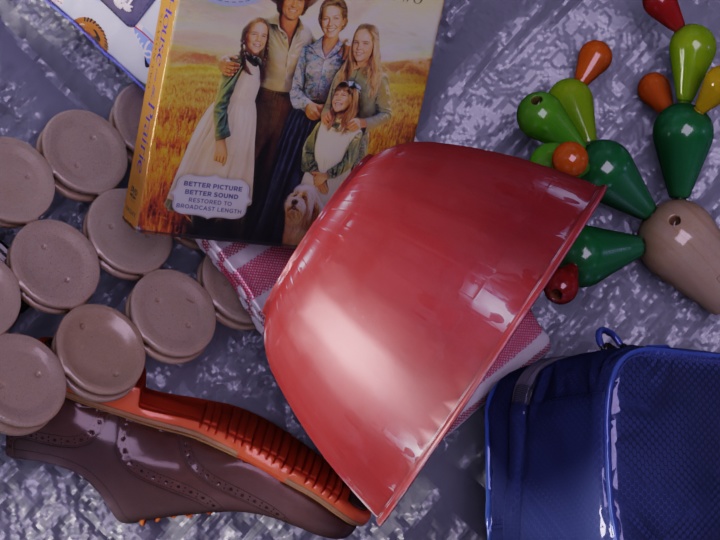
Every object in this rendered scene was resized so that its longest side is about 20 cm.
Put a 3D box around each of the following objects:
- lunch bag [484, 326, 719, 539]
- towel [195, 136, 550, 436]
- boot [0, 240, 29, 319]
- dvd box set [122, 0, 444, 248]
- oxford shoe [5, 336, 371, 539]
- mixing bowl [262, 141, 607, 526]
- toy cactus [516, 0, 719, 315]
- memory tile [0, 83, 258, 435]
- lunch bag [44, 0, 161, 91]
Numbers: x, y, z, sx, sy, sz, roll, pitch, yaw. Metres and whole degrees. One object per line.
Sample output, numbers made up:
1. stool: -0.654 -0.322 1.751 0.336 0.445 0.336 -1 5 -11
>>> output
1. lunch bag: 0.140 0.127 1.086 0.135 0.132 0.201 9 75 -31
2. towel: 0.000 0.000 1.126 0.146 0.030 0.201 -34 89 -30
3. boot: -0.275 -0.007 1.088 0.200 0.068 0.131 43 85 1
4. dvd box set: -0.033 -0.111 1.052 0.145 0.029 0.201 6 106 -24
5. oxford shoe: -0.092 0.105 1.102 0.199 0.071 0.073 24 97 3
6. mixing bowl: 0.023 0.012 1.015 0.108 0.200 0.201 35 79 3
7. toy cactus: 0.156 -0.045 1.143 0.165 0.102 0.200 43 65 -13
8. memory tile: -0.142 -0.010 1.081 0.199 0.017 0.154 -24 80 -39
9. lunch bag: -0.080 -0.198 1.114 0.170 0.124 0.200 42 92 -1
